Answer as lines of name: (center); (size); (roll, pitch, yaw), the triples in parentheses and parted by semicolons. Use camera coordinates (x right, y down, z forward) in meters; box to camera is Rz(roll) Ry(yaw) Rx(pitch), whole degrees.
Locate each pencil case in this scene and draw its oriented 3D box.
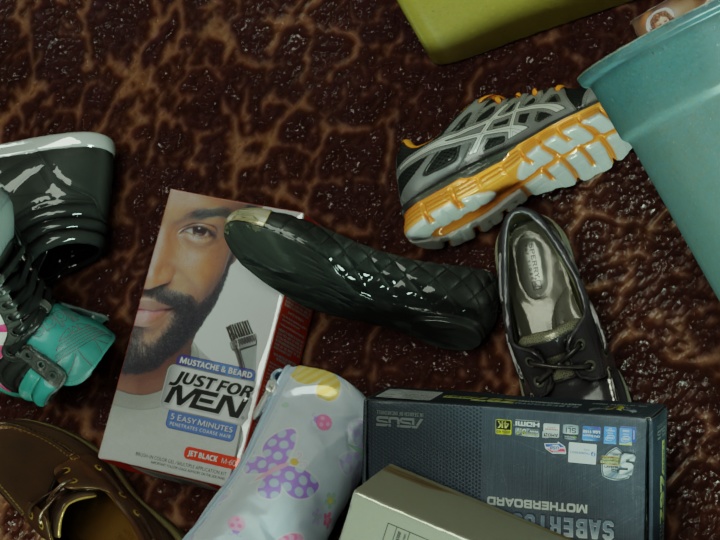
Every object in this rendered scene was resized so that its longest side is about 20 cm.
pencil case: (-0.060, 0.158, 1.585); (0.083, 0.091, 0.200); (-5, 45, 42)

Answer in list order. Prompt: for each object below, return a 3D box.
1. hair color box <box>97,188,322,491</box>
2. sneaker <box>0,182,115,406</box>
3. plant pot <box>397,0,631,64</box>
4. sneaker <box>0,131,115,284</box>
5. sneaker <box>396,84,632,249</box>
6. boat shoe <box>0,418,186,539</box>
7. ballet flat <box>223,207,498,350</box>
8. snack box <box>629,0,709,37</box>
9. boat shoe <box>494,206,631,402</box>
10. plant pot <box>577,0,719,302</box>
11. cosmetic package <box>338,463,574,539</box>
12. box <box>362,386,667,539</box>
hair color box: (-0.102, 0.052, 1.681); (0.111, 0.064, 0.200); (10, 79, 22)
sneaker: (-0.233, 0.027, 1.682); (0.121, 0.200, 0.084); (24, 52, 11)
plant pot: (0.087, -0.287, 1.623); (0.194, 0.200, 0.196); (-18, 71, 15)
sneaker: (-0.274, -0.035, 1.758); (0.200, 0.071, 0.099); (-12, 68, 12)
sneaker: (0.109, -0.092, 1.636); (0.200, 0.078, 0.077); (-26, 60, 11)
boat shoe: (-0.200, 0.166, 1.684); (0.200, 0.068, 0.072); (36, 90, 24)
ballet flat: (0.000, 0.000, 1.630); (0.200, 0.066, 0.057); (21, 55, -9)
snack box: (0.289, -0.189, 1.621); (0.200, 0.024, 0.072); (-30, 71, 11)
boat shoe: (0.131, 0.050, 1.596); (0.072, 0.065, 0.200); (-18, 72, 12)
plant pot: (0.269, -0.076, 1.507); (0.200, 0.200, 0.196); (-25, 85, 12)
cosmetic package: (0.082, 0.211, 1.510); (0.200, 0.071, 0.105); (23, 108, 16)
box: (0.101, 0.163, 1.562); (0.200, 0.051, 0.158); (4, 99, 21)
